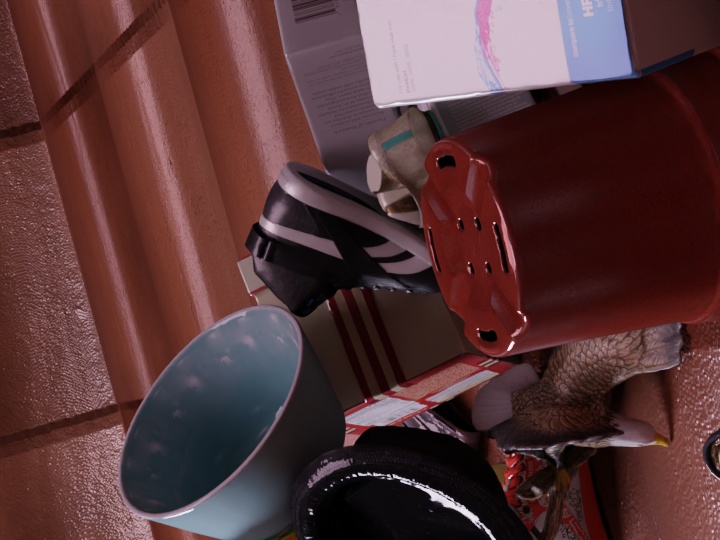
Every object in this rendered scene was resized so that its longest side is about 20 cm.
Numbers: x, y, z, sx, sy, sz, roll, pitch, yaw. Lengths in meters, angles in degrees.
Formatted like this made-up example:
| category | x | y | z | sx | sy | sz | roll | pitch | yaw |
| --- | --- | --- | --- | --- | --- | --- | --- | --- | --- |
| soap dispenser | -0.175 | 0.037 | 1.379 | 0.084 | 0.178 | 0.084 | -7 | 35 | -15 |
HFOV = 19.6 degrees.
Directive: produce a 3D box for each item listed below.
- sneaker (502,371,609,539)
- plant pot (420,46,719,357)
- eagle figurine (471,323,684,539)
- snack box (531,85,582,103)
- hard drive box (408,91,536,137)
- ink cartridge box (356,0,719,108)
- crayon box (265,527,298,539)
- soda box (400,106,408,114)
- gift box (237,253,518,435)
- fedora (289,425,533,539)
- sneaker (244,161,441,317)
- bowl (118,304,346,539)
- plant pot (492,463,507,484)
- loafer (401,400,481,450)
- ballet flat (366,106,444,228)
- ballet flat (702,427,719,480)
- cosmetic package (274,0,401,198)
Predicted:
| category | x | y | z | sx | sy | sz | roll | pitch | yaw |
| --- | --- | --- | --- | --- | --- | --- | --- | --- | --- |
| sneaker | 0.138 | 0.192 | 1.756 | 0.067 | 0.107 | 0.202 | 145 | 108 | -70 |
| plant pot | 0.156 | -0.039 | 1.388 | 0.201 | 0.194 | 0.202 | 165 | 90 | -71 |
| eagle figurine | 0.167 | 0.103 | 1.590 | 0.200 | 0.150 | 0.152 | 85 | 172 | -59 |
| snack box | 0.119 | -0.199 | 1.636 | 0.072 | 0.024 | 0.201 | 102 | 148 | -61 |
| hard drive box | 0.075 | -0.154 | 1.644 | 0.156 | 0.076 | 0.201 | 75 | 172 | -72 |
| ink cartridge box | 0.118 | -0.166 | 1.346 | 0.199 | 0.144 | 0.085 | -5 | 102 | 36 |
| crayon box | -0.006 | 0.243 | 1.697 | 0.119 | 0.199 | 0.058 | 62 | 160 | -6 |
| soda box | 0.007 | -0.220 | 1.885 | 0.068 | 0.063 | 0.201 | 104 | 146 | -57 |
| gift box | 0.013 | 0.031 | 1.826 | 0.188 | 0.184 | 0.200 | 68 | -168 | 13 |
| fedora | 0.047 | 0.185 | 1.623 | 0.092 | 0.199 | 0.201 | -69 | -16 | -49 |
| sneaker | 0.000 | 0.000 | 1.685 | 0.112 | 0.199 | 0.073 | -58 | 17 | 18 |
| bowl | -0.088 | 0.139 | 1.677 | 0.105 | 0.201 | 0.201 | 41 | 178 | -29 |
| plant pot | 0.094 | 0.293 | 1.912 | 0.200 | 0.141 | 0.201 | 165 | 90 | -71 |
| loafer | 0.058 | 0.119 | 2.023 | 0.200 | 0.072 | 0.063 | 52 | 132 | 37 |
| ballet flat | 0.035 | -0.074 | 1.617 | 0.200 | 0.062 | 0.068 | 73 | 173 | -71 |
| ballet flat | 0.285 | 0.138 | 1.352 | 0.200 | 0.073 | 0.073 | -151 | 49 | -65 |
| cosmetic package | -0.011 | -0.148 | 1.669 | 0.200 | 0.071 | 0.102 | 71 | -174 | -52 |
